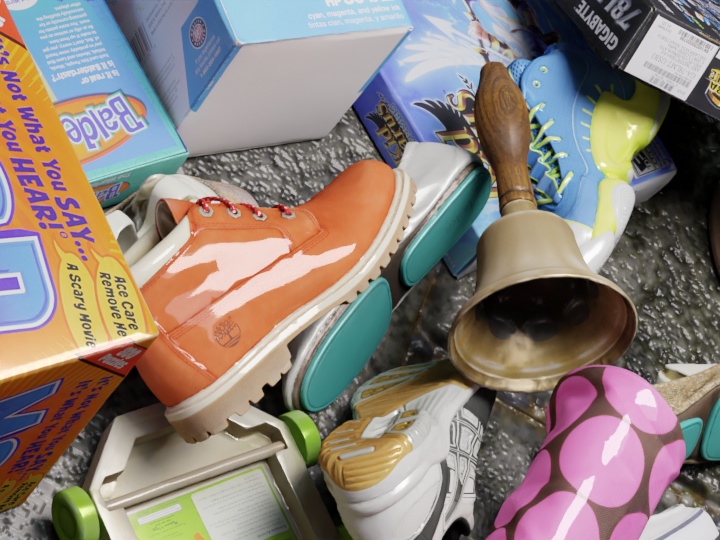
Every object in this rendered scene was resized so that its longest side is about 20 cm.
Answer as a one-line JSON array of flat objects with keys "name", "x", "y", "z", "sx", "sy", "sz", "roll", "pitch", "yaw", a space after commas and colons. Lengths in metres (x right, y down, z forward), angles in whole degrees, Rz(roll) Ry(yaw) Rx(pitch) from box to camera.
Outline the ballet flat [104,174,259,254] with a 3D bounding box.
[{"name": "ballet flat", "x": -0.121, "y": -0.012, "z": 1.114, "sx": 0.068, "sy": 0.068, "sz": 0.200, "roll": 36, "pitch": 47, "yaw": 19}]

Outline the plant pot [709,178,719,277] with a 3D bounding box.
[{"name": "plant pot", "x": 0.358, "y": -0.037, "z": 1.338, "sx": 0.199, "sy": 0.175, "sz": 0.202, "roll": 14, "pitch": 57, "yaw": -23}]

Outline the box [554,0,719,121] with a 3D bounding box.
[{"name": "box", "x": 0.208, "y": -0.149, "z": 1.297, "sx": 0.197, "sy": 0.050, "sz": 0.200, "roll": 24, "pitch": 20, "yaw": -30}]

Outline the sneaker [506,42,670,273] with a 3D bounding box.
[{"name": "sneaker", "x": 0.116, "y": -0.064, "z": 1.235, "sx": 0.104, "sy": 0.076, "sz": 0.201, "roll": 27, "pitch": 47, "yaw": -1}]

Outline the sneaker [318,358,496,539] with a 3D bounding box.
[{"name": "sneaker", "x": 0.032, "y": 0.108, "z": 1.124, "sx": 0.200, "sy": 0.075, "sz": 0.088, "roll": -39, "pitch": 114, "yaw": -63}]

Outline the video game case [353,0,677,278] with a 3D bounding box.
[{"name": "video game case", "x": 0.085, "y": -0.114, "z": 1.312, "sx": 0.180, "sy": 0.045, "sz": 0.201, "roll": -21, "pitch": 75, "yaw": -36}]

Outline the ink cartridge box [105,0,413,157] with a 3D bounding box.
[{"name": "ink cartridge box", "x": -0.081, "y": -0.188, "z": 1.208, "sx": 0.124, "sy": 0.129, "sz": 0.201, "roll": -10, "pitch": 68, "yaw": -34}]

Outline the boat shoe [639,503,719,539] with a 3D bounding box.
[{"name": "boat shoe", "x": 0.116, "y": 0.161, "z": 1.153, "sx": 0.199, "sy": 0.072, "sz": 0.066, "roll": -19, "pitch": 77, "yaw": -27}]

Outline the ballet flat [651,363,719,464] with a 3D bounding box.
[{"name": "ballet flat", "x": 0.191, "y": 0.084, "z": 1.239, "sx": 0.199, "sy": 0.071, "sz": 0.065, "roll": -9, "pitch": 37, "yaw": -45}]

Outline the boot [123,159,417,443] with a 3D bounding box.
[{"name": "boot", "x": -0.053, "y": -0.014, "z": 1.085, "sx": 0.108, "sy": 0.075, "sz": 0.200, "roll": 52, "pitch": 58, "yaw": -11}]

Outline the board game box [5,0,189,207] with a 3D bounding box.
[{"name": "board game box", "x": -0.208, "y": -0.120, "z": 1.149, "sx": 0.151, "sy": 0.045, "sz": 0.201, "roll": -19, "pitch": 72, "yaw": -36}]

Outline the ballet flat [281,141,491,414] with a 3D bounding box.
[{"name": "ballet flat", "x": 0.000, "y": 0.000, "z": 1.183, "sx": 0.069, "sy": 0.069, "sz": 0.200, "roll": 40, "pitch": 64, "yaw": -2}]

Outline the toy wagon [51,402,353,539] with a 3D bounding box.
[{"name": "toy wagon", "x": -0.067, "y": 0.161, "z": 1.066, "sx": 0.154, "sy": 0.040, "sz": 0.201, "roll": -16, "pitch": 72, "yaw": -35}]

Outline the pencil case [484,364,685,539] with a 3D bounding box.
[{"name": "pencil case", "x": 0.092, "y": 0.147, "z": 1.065, "sx": 0.200, "sy": 0.093, "sz": 0.091, "roll": -52, "pitch": 127, "yaw": -30}]

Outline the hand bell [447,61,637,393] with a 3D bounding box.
[{"name": "hand bell", "x": 0.089, "y": -0.043, "z": 1.152, "sx": 0.103, "sy": 0.104, "sz": 0.201, "roll": 13, "pitch": 48, "yaw": -22}]

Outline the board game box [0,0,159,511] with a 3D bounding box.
[{"name": "board game box", "x": -0.250, "y": 0.011, "z": 0.948, "sx": 0.199, "sy": 0.200, "sz": 0.201, "roll": -16, "pitch": 71, "yaw": -35}]
